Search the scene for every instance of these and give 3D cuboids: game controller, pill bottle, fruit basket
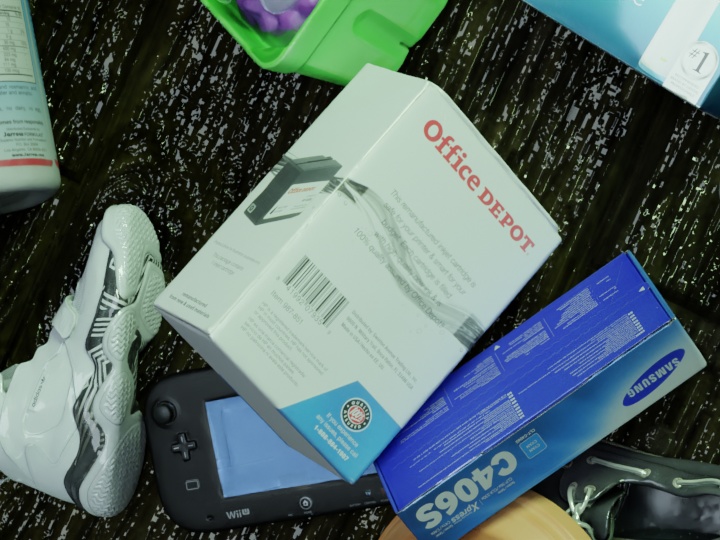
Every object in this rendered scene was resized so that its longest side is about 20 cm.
[{"bbox_3d":[-0.040,0.104,1.760,0.199,0.042,0.105,-11,83,20],"label":"game controller"},{"bbox_3d":[-0.264,-0.138,1.818,0.108,0.109,0.201,-14,82,18],"label":"pill bottle"},{"bbox_3d":[-0.033,-0.234,1.684,0.216,0.215,0.156,-53,37,10],"label":"fruit basket"}]

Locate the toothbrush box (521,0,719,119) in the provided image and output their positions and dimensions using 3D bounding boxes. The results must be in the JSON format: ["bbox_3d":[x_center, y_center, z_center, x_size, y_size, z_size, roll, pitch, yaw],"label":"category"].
[{"bbox_3d":[0.204,-0.212,1.668,0.146,0.085,0.200,34,97,18],"label":"toothbrush box"}]

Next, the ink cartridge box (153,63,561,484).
[{"bbox_3d":[0.000,0.000,1.660,0.200,0.145,0.084,-49,31,-10],"label":"ink cartridge box"}]

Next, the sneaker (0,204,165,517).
[{"bbox_3d":[-0.195,0.053,1.800,0.114,0.075,0.201,7,93,17],"label":"sneaker"}]

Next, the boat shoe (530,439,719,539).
[{"bbox_3d":[0.148,0.138,1.679,0.199,0.063,0.073,4,88,20],"label":"boat shoe"}]

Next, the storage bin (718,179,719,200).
[{"bbox_3d":[0.324,-0.046,1.611,0.200,0.094,0.136,31,98,18],"label":"storage bin"}]

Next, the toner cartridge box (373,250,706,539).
[{"bbox_3d":[0.102,0.078,1.666,0.200,0.095,0.043,-35,120,5],"label":"toner cartridge box"}]

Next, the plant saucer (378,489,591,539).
[{"bbox_3d":[0.072,0.227,1.682,0.200,0.037,0.201,4,97,38],"label":"plant saucer"}]
